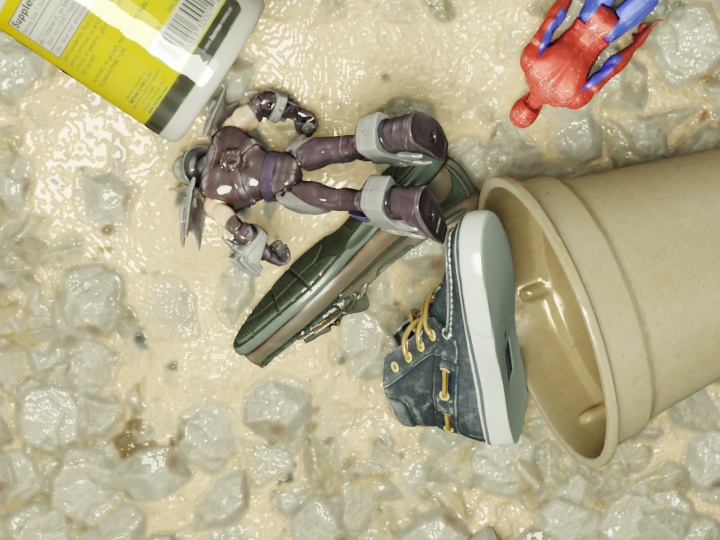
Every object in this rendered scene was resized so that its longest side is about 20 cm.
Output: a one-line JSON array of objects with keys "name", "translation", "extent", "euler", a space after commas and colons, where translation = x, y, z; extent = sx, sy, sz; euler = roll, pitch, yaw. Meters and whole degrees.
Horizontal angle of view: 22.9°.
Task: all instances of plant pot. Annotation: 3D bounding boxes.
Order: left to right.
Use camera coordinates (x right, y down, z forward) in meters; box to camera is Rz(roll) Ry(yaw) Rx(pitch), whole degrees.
[{"name": "plant pot", "translation": [0.200, 0.004, 1.178], "extent": [0.182, 0.200, 0.202], "euler": [-20, 103, -11]}]

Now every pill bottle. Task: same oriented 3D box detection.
[{"name": "pill bottle", "translation": [-0.171, -0.182, 1.137], "extent": [0.199, 0.114, 0.115], "euler": [34, 98, -9]}]

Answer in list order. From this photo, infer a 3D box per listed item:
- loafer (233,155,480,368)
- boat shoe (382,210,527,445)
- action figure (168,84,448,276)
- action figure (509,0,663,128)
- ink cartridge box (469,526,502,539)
[{"name": "loafer", "translation": [0.000, 0.000, 1.213], "extent": [0.063, 0.072, 0.200], "euler": [43, 94, -17]}, {"name": "boat shoe", "translation": [0.055, 0.042, 1.181], "extent": [0.090, 0.071, 0.201], "euler": [5, 134, 17]}, {"name": "action figure", "translation": [-0.042, -0.060, 1.169], "extent": [0.198, 0.069, 0.131], "euler": [3, 79, 26]}, {"name": "action figure", "translation": [0.169, -0.174, 1.196], "extent": [0.065, 0.052, 0.200], "euler": [40, 102, -5]}, {"name": "ink cartridge box", "translation": [0.100, 0.310, 1.275], "extent": [0.147, 0.086, 0.200], "euler": [-38, 103, 6]}]
